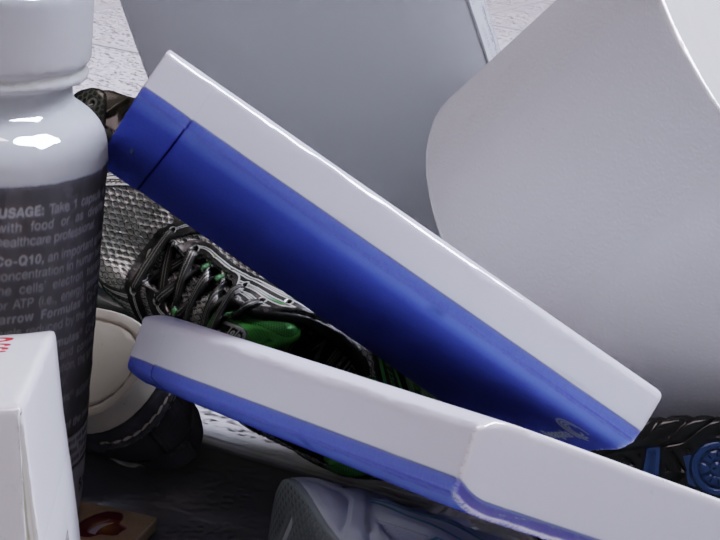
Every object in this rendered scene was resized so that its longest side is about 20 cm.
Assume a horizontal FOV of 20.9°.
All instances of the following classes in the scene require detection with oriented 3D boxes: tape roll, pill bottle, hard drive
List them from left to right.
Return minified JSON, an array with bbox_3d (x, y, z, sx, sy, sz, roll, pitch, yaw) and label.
[{"bbox_3d":[-0.149,-0.007,0.693,0.114,0.200,0.114,6,16,-2],"label":"pill bottle"},{"bbox_3d":[0.000,0.000,0.702,0.200,0.025,0.132,35,-12,-7],"label":"hard drive"},{"bbox_3d":[0.026,0.058,0.628,0.132,0.025,0.200,22,-5,-32],"label":"hard drive"},{"bbox_3d":[0.146,-0.036,0.812,0.203,0.139,0.203,29,39,-26],"label":"tape roll"}]

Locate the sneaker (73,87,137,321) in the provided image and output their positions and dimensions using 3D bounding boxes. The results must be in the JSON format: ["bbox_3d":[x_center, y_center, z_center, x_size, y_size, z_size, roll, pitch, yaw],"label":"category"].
[{"bbox_3d":[-0.122,-0.028,0.946,0.076,0.114,0.199,32,2,-31],"label":"sneaker"}]

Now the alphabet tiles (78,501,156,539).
[{"bbox_3d":[-0.149,0.112,0.658,0.167,0.008,0.200,10,16,12],"label":"alphabet tiles"}]

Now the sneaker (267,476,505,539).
[{"bbox_3d":[0.033,0.114,0.613,0.080,0.070,0.200,4,16,-20],"label":"sneaker"}]

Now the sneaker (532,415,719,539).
[{"bbox_3d":[0.159,0.095,0.761,0.200,0.076,0.077,2,-9,-8],"label":"sneaker"}]

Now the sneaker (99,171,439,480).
[{"bbox_3d":[-0.046,0.015,0.805,0.200,0.078,0.085,33,10,20],"label":"sneaker"}]

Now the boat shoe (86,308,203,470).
[{"bbox_3d":[-0.143,0.043,0.845,0.200,0.073,0.063,16,-25,45],"label":"boat shoe"}]

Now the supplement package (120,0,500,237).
[{"bbox_3d":[-0.006,-0.078,0.946,0.156,0.200,0.111,-17,13,8],"label":"supplement package"}]

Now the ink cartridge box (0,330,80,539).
[{"bbox_3d":[-0.185,0.071,0.555,0.200,0.083,0.147,-4,6,-5],"label":"ink cartridge box"}]
